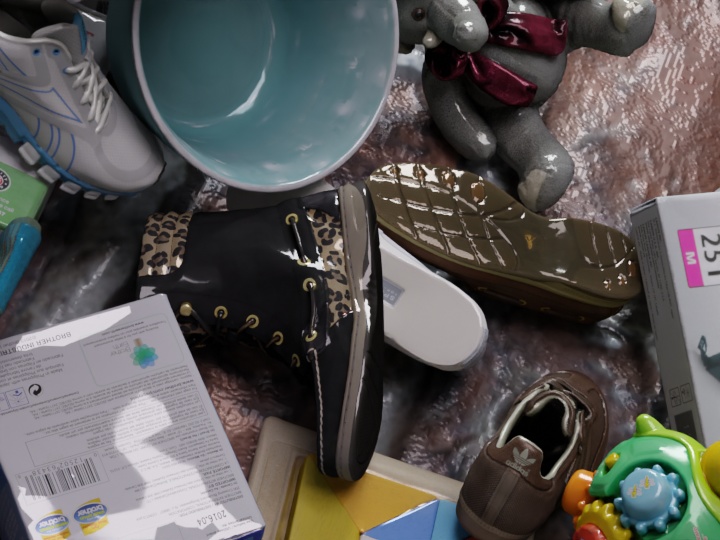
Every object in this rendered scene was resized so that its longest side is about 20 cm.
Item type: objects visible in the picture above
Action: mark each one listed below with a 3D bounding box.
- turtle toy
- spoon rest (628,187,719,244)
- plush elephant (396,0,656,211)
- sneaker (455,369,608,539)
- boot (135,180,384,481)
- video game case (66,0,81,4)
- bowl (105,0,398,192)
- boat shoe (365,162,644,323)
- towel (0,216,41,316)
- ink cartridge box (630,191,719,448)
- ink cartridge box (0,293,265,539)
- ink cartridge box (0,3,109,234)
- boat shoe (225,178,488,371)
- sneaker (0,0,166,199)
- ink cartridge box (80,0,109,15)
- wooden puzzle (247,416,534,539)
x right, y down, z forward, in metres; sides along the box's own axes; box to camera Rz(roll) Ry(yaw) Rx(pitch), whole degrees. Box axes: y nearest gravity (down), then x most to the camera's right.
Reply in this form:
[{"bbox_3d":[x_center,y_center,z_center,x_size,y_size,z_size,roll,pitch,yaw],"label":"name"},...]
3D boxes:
[{"bbox_3d":[0.181,0.187,1.624,0.100,0.146,0.202,-9,88,-25],"label":"turtle toy"},{"bbox_3d":[0.257,-0.020,1.895,0.199,0.061,0.100,-7,56,-44],"label":"spoon rest"},{"bbox_3d":[0.077,-0.170,1.857,0.154,0.165,0.200,22,16,-47],"label":"plush elephant"},{"bbox_3d":[0.124,0.103,1.689,0.070,0.076,0.200,32,31,5],"label":"sneaker"},{"bbox_3d":[-0.062,0.039,1.667,0.149,0.073,0.201,-3,64,6],"label":"boot"},{"bbox_3d":[-0.133,-0.236,1.661,0.181,0.023,0.200,-29,28,-13],"label":"video game case"},{"bbox_3d":[-0.084,-0.152,1.732,0.200,0.105,0.203,-2,94,-34],"label":"bowl"},{"bbox_3d":[0.088,-0.010,1.797,0.199,0.068,0.072,19,53,-11],"label":"boat shoe"},{"bbox_3d":[-0.256,0.068,1.539,0.022,0.146,0.201,38,46,-16],"label":"towel"},{"bbox_3d":[0.278,0.045,1.799,0.172,0.044,0.202,-6,80,-26],"label":"ink cartridge box"},{"bbox_3d":[-0.144,0.129,1.565,0.136,0.077,0.201,-16,60,-19],"label":"ink cartridge box"},{"bbox_3d":[-0.254,-0.096,1.710,0.144,0.088,0.201,23,49,-5],"label":"ink cartridge box"},{"bbox_3d":[0.000,0.000,1.752,0.199,0.069,0.072,29,81,13],"label":"boat shoe"},{"bbox_3d":[-0.184,-0.118,1.628,0.200,0.086,0.075,38,43,-29],"label":"sneaker"},{"bbox_3d":[-0.176,-0.251,1.829,0.198,0.146,0.084,6,48,-19],"label":"ink cartridge box"},{"bbox_3d":[0.011,0.187,1.625,0.184,0.037,0.201,19,48,-7],"label":"wooden puzzle"}]
